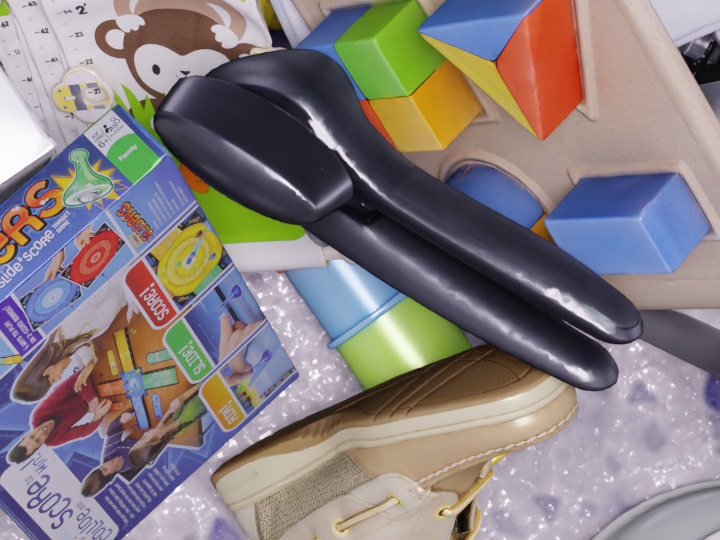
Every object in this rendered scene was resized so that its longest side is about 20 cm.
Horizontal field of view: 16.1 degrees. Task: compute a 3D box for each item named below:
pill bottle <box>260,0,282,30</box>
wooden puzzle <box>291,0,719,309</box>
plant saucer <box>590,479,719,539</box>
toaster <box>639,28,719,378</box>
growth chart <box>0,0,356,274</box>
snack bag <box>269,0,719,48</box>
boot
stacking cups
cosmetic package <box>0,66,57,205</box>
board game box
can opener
[{"bbox_3d":[-0.056,-0.159,1.068,0.199,0.114,0.115,2,86,-9],"label":"pill bottle"},{"bbox_3d":[0.059,-0.047,0.961,0.046,0.185,0.200,-51,117,-27],"label":"wooden puzzle"},{"bbox_3d":[0.176,0.161,1.066,0.199,0.050,0.201,1,51,-1],"label":"plant saucer"},{"bbox_3d":[0.216,-0.024,1.102,0.199,0.119,0.181,26,84,-7],"label":"toaster"},{"bbox_3d":[-0.085,-0.073,1.035,0.144,0.018,0.200,-12,122,25],"label":"growth chart"},{"bbox_3d":[0.047,-0.146,1.014,0.199,0.021,0.189,-24,115,3],"label":"snack bag"},{"bbox_3d":[0.038,0.121,1.036,0.073,0.200,0.156,-29,94,-46],"label":"boot"},{"bbox_3d":[0.000,0.000,1.097,0.060,0.061,0.200,-33,91,-10],"label":"stacking cups"},{"bbox_3d":[-0.166,-0.058,1.000,0.051,0.200,0.083,-37,92,-10],"label":"cosmetic package"},{"bbox_3d":[-0.107,0.036,1.011,0.135,0.200,0.034,-42,61,-9],"label":"board game box"},{"bbox_3d":[0.015,-0.016,0.958,0.200,0.063,0.079,33,53,2],"label":"can opener"}]
